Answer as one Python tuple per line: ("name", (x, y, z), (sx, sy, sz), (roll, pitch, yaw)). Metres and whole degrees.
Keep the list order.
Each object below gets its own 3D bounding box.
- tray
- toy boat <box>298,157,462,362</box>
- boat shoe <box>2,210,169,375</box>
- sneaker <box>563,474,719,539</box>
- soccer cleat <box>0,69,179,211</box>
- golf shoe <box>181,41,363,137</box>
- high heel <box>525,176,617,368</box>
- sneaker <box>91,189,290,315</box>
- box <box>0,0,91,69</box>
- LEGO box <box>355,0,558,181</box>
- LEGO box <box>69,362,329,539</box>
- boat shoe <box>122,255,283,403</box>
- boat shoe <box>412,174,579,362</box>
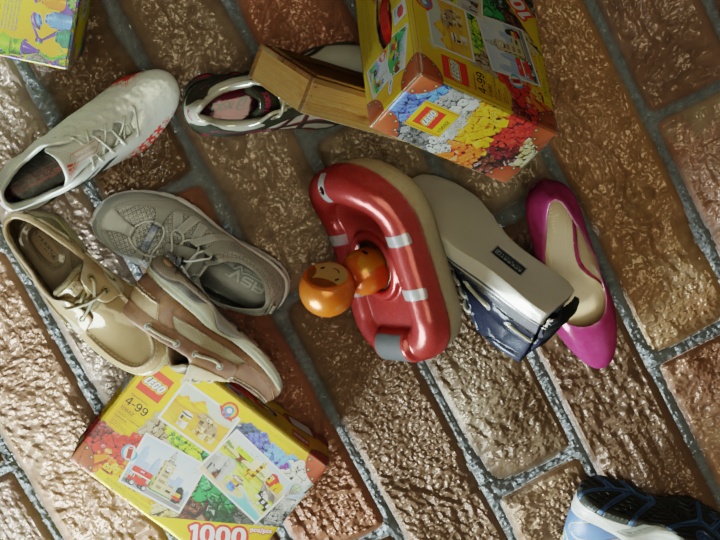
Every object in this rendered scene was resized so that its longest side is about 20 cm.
("tray", (0.009, -0.150, 1.655), (0.200, 0.099, 0.037), (12, 106, -36))
("toy boat", (0.000, 0.000, 1.709), (0.131, 0.130, 0.200), (-25, 104, -31))
("boat shoe", (-0.258, 0.023, 1.717), (0.200, 0.065, 0.071), (42, 98, 14))
("sneaker", (0.293, 0.266, 1.832), (0.200, 0.076, 0.077), (22, 123, -6))
("soccer cleat", (-0.252, -0.116, 1.711), (0.200, 0.085, 0.069), (-32, 102, 5))
("golf shoe", (-0.065, -0.158, 1.708), (0.200, 0.088, 0.077), (-14, 101, -2))
("high heel", (0.203, 0.008, 1.749), (0.067, 0.096, 0.200), (-14, 103, 1))
("sneaker", (-0.157, -0.017, 1.738), (0.200, 0.082, 0.075), (22, 101, -7))
("box", (-0.330, -0.301, 1.648), (0.192, 0.122, 0.200), (12, 102, -5))
("LEGO box", (0.079, -0.194, 1.618), (0.149, 0.200, 0.077), (20, 134, -29))
("LEGO box", (-0.153, 0.173, 1.783), (0.200, 0.077, 0.149), (37, 99, -9))
("boat shoe", (-0.146, 0.066, 1.694), (0.072, 0.076, 0.200), (-46, 128, -3))
("boat shoe", (0.108, 0.003, 1.758), (0.200, 0.075, 0.093), (44, 140, 15))
